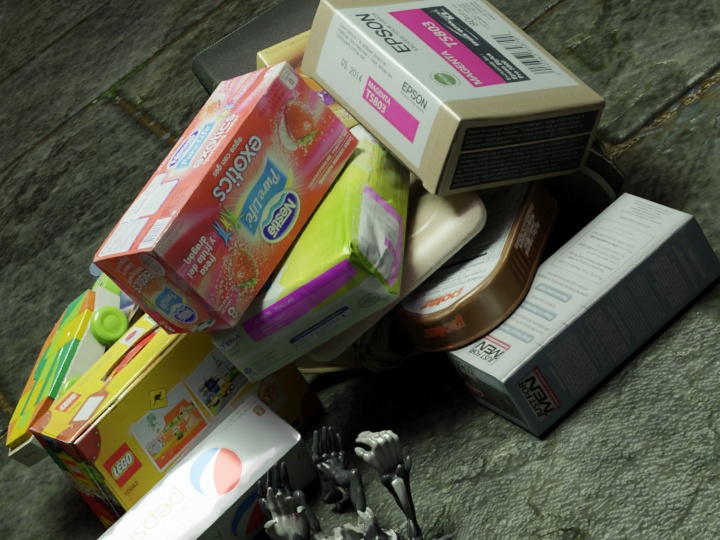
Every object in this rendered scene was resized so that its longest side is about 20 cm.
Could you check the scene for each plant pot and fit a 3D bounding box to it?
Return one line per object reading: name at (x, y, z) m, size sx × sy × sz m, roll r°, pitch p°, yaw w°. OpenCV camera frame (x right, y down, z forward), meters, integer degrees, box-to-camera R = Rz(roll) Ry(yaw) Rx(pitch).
plant pot at (-0.017, -0.144, 1.931) m, size 0.199 × 0.201 × 0.178 m, roll -32°, pitch 36°, yaw 2°

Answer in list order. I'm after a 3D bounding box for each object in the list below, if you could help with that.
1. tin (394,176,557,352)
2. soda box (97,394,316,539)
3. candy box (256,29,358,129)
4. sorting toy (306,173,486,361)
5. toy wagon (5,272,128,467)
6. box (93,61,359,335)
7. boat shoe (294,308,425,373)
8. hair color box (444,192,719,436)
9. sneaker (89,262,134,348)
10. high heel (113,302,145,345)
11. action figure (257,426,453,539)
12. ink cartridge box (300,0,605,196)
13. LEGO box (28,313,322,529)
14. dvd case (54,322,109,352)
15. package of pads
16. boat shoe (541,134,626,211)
tin at (0.092, -0.012, 1.619) m, size 0.111 × 0.042 × 0.201 m, roll -23°, pitch 27°, yaw 34°
soda box at (-0.129, 0.196, 1.588) m, size 0.064 × 0.068 × 0.200 m, roll 36°, pitch 69°, yaw 29°
candy box at (0.021, -0.177, 1.789) m, size 0.199 × 0.057 × 0.117 m, roll -26°, pitch 60°, yaw -18°
sorting toy at (0.012, -0.018, 1.664) m, size 0.185 × 0.037 × 0.200 m, roll -41°, pitch 25°, yaw 3°
toy wagon at (-0.250, 0.073, 1.751) m, size 0.155 × 0.039 × 0.201 m, roll -31°, pitch 34°, yaw 59°
box at (-0.105, -0.056, 1.579) m, size 0.102 × 0.095 × 0.201 m, roll -9°, pitch 42°, yaw 53°
boat shoe at (0.016, 0.049, 1.694) m, size 0.199 × 0.072 × 0.065 m, roll -18°, pitch 29°, yaw 19°
hair color box at (0.173, 0.031, 1.554) m, size 0.200 × 0.061 × 0.099 m, roll -39°, pitch 25°, yaw -12°
sneaker at (-0.154, -0.012, 1.855) m, size 0.199 × 0.081 × 0.147 m, roll -19°, pitch 51°, yaw 12°
high heel at (-0.185, 0.078, 1.729) m, size 0.200 × 0.071 × 0.143 m, roll -53°, pitch 8°, yaw 35°
action figure at (-0.013, 0.180, 1.472) m, size 0.118 × 0.103 × 0.200 m, roll -28°, pitch 23°, yaw -15°
ink cartridge box at (0.075, -0.153, 1.648) m, size 0.164 × 0.076 × 0.200 m, roll -11°, pitch 42°, yaw -38°
LEGO box at (-0.150, 0.121, 1.668) m, size 0.200 × 0.149 × 0.077 m, roll -45°, pitch 29°, yaw -23°
dvd case at (-0.223, 0.030, 1.989) m, size 0.150 × 0.025 × 0.200 m, roll -35°, pitch 13°, yaw -12°
package of pads at (-0.035, -0.021, 1.613) m, size 0.154 × 0.068 × 0.201 m, roll -32°, pitch 28°, yaw 24°
boat shoe at (0.178, -0.103, 1.760) m, size 0.061 × 0.072 × 0.201 m, roll -43°, pitch 25°, yaw -10°
